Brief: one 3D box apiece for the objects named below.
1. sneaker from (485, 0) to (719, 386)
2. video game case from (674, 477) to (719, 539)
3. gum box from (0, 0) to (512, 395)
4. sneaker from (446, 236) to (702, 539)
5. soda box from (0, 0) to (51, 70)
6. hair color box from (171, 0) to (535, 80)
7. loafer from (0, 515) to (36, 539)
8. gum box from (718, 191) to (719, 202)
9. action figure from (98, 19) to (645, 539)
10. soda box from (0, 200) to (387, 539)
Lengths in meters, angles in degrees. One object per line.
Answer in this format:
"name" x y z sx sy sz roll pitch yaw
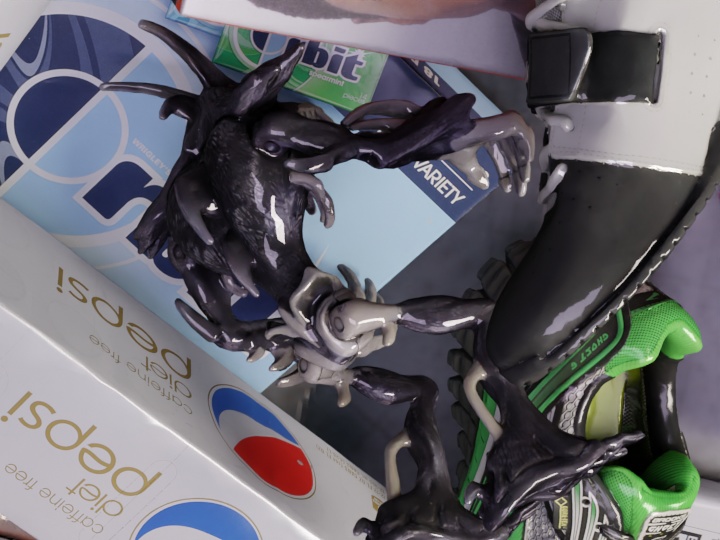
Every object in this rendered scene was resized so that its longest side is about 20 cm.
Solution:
"sneaker" 0.076 -0.063 0.752 0.088 0.074 0.200 32 80 -6
"video game case" 0.158 0.179 0.968 0.182 0.022 0.200 14 115 -6
"gum box" -0.074 -0.036 0.882 0.170 0.045 0.200 43 111 -15
"sneaker" 0.071 0.094 0.881 0.078 0.085 0.200 -9 109 -41
"soda box" -0.174 -0.059 0.824 0.068 0.064 0.200 42 107 10
"hair color box" 0.045 -0.114 0.802 0.200 0.061 0.102 9 102 -11
"loafer" -0.180 0.036 0.911 0.200 0.072 0.063 30 106 -6
"gum box" 0.235 0.013 0.870 0.200 0.066 0.114 -12 112 9
"action figure" 0.000 0.000 0.818 0.200 0.102 0.119 55 131 14
"soda box" -0.079 0.060 0.852 0.200 0.068 0.064 38 110 -23
